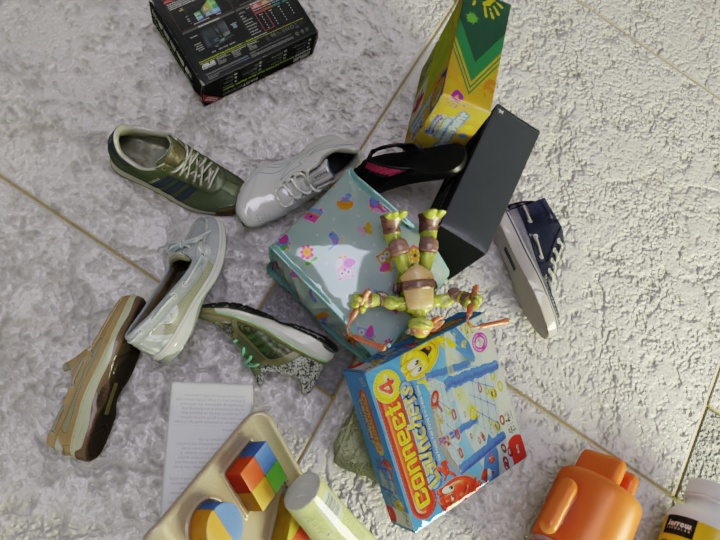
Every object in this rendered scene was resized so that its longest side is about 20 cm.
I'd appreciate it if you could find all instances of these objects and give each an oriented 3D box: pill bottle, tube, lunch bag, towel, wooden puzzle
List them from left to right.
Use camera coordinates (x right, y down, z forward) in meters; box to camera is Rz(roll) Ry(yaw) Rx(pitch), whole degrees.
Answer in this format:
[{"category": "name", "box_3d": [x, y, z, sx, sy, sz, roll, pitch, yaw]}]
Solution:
[{"category": "wooden puzzle", "box_3d": [-0.120, 0.289, 0.744, 0.200, 0.046, 0.188, -45, 116, -46]}, {"category": "tube", "box_3d": [-0.019, 0.324, 0.799, 0.057, 0.052, 0.202, -25, 117, 17]}, {"category": "lunch bag", "box_3d": [0.000, 0.000, 0.885, 0.200, 0.122, 0.171, 42, 70, 4]}, {"category": "towel", "box_3d": [0.060, 0.190, 0.890, 0.146, 0.037, 0.203, 29, 70, -5]}, {"category": "pill bottle", "box_3d": [0.443, 0.385, 0.879, 0.111, 0.113, 0.202, 31, 70, -2]}]

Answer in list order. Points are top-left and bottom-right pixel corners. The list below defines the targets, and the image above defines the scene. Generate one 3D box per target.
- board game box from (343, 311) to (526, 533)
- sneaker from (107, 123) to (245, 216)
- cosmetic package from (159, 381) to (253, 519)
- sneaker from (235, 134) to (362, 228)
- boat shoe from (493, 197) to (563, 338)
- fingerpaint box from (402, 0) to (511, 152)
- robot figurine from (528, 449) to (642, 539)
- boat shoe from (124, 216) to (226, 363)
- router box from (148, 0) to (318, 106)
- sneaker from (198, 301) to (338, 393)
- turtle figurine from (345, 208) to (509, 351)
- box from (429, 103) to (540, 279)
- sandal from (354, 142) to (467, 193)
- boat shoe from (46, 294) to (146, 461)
[{"category": "board game box", "box_3d": [0.097, 0.181, 0.837, 0.193, 0.056, 0.204, -22, 97, -30]}, {"category": "sneaker", "box_3d": [-0.240, -0.134, 0.885, 0.196, 0.090, 0.068, 20, 70, -6]}, {"category": "cosmetic package", "box_3d": [-0.184, 0.240, 0.803, 0.099, 0.071, 0.205, 5, 73, -12]}, {"category": "sneaker", "box_3d": [-0.083, -0.125, 0.910, 0.199, 0.087, 0.075, -38, 113, -18]}, {"category": "boat shoe", "box_3d": [0.263, -0.011, 0.968, 0.091, 0.075, 0.204, -19, 79, -9]}, {"category": "fingerpaint box", "box_3d": [0.130, -0.254, 0.942, 0.072, 0.200, 0.170, 16, 71, -7]}, {"category": "robot figurine", "box_3d": [0.284, 0.335, 0.856, 0.115, 0.145, 0.202, 26, 68, 20]}, {"category": "boat shoe", "box_3d": [-0.227, 0.012, 0.840, 0.065, 0.073, 0.205, 39, 57, -35]}, {"category": "router box", "box_3d": [-0.182, -0.352, 0.974, 0.198, 0.062, 0.152, -30, 84, -18]}, {"category": "sneaker", "box_3d": [-0.131, 0.101, 0.861, 0.196, 0.077, 0.090, 21, 88, -1]}, {"category": "turtle figurine", "box_3d": [0.077, 0.011, 0.815, 0.195, 0.064, 0.166, -3, 85, 0]}, {"category": "box", "box_3d": [0.157, -0.105, 0.938, 0.078, 0.141, 0.203, 28, 71, -2]}, {"category": "sandal", "box_3d": [0.051, -0.149, 0.920, 0.045, 0.196, 0.076, 51, 45, -39]}, {"category": "boat shoe", "box_3d": [-0.324, 0.120, 0.812, 0.074, 0.072, 0.204, 13, 70, 9]}]
